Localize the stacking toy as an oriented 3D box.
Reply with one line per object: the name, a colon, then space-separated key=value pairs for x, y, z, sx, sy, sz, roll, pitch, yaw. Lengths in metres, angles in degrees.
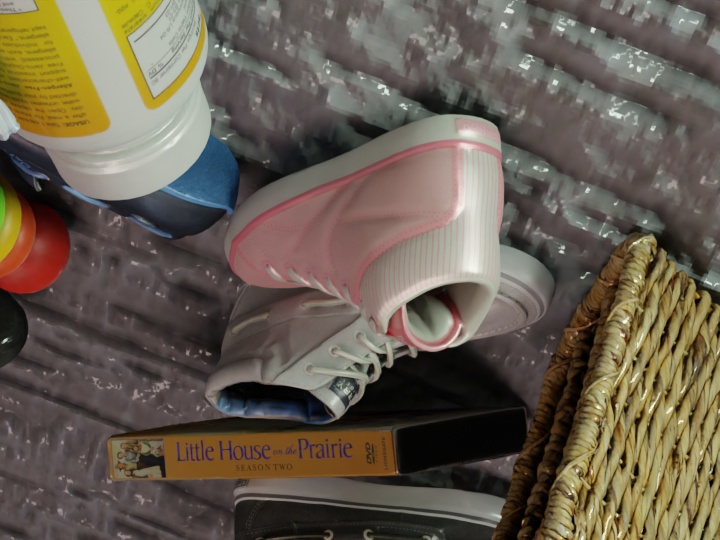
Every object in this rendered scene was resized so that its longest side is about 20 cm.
stacking toy: x=-0.219 y=-0.028 z=1.411 sx=0.085 sy=0.086 sz=0.200 roll=3 pitch=167 yaw=25

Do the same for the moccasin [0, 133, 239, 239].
moccasin: x=-0.161 y=-0.067 z=1.359 sx=0.200 sy=0.081 sz=0.068 roll=32 pitch=138 yaw=-15

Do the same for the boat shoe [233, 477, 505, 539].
boat shoe: x=0.019 y=0.165 z=1.585 sx=0.199 sy=0.057 sz=0.069 roll=8 pitch=158 yaw=-4

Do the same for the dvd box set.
dvd box set: x=-0.024 y=0.100 z=1.495 sx=0.199 sy=0.030 sz=0.146 roll=-4 pitch=180 yaw=33

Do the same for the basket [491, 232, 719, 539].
basket: x=0.118 y=0.103 z=1.342 sx=0.142 sy=0.200 sz=0.149 roll=-15 pitch=135 yaw=45

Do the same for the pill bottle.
pill bottle: x=-0.137 y=-0.128 z=1.230 sx=0.112 sy=0.113 sz=0.200 roll=6 pitch=144 yaw=22

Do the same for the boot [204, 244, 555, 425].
boot: x=0.008 y=0.042 z=1.408 sx=0.199 sy=0.096 sz=0.074 roll=-6 pitch=138 yaw=35

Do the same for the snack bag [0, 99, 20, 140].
snack bag: x=-0.241 y=-0.167 z=1.206 sx=0.189 sy=0.021 sz=0.200 roll=40 pitch=161 yaw=48

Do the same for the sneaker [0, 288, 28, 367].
sneaker: x=-0.283 y=-0.014 z=1.513 sx=0.199 sy=0.076 sz=0.116 roll=23 pitch=144 yaw=-2

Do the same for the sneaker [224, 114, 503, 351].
sneaker: x=0.000 y=0.000 z=1.333 sx=0.075 sy=0.105 sz=0.200 roll=8 pitch=158 yaw=-39
